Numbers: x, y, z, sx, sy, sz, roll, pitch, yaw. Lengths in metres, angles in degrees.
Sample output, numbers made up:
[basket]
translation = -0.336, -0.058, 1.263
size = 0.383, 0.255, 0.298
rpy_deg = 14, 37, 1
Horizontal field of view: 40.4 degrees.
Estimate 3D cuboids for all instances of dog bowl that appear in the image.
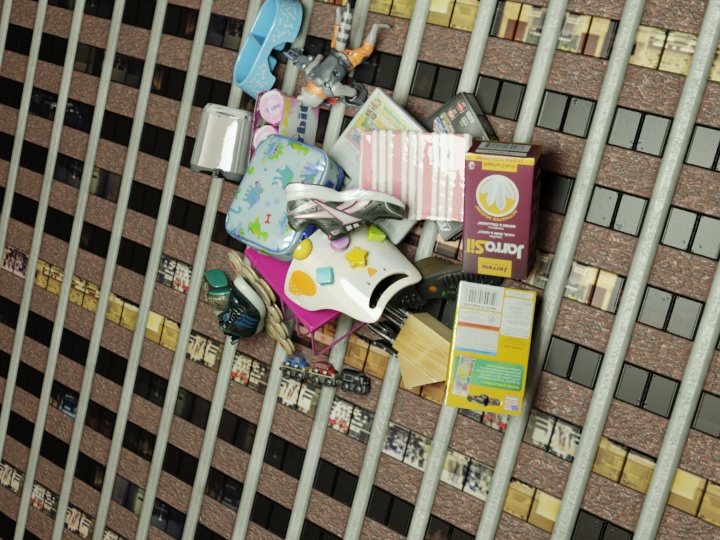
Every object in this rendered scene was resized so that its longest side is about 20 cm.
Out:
[dog bowl]
translation = -0.178, -0.421, 1.838
size = 0.201, 0.049, 0.112
rpy_deg = -61, 34, 19

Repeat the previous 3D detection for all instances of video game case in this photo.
[video game case]
translation = 0.048, -0.177, 1.670
size = 0.200, 0.022, 0.182
rpy_deg = 45, 114, 12

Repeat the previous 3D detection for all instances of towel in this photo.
[towel]
translation = 0.091, -0.158, 1.628
size = 0.198, 0.030, 0.148
rpy_deg = 5, 102, 21

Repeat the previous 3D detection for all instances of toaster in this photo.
[toaster]
translation = -0.247, -0.239, 1.832
size = 0.113, 0.200, 0.130
rpy_deg = 12, 97, 7

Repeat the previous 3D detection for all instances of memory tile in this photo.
[memory tile]
translation = -0.183, 0.063, 1.808
size = 0.017, 0.201, 0.153
rpy_deg = -34, 50, -17

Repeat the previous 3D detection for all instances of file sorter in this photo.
[file sorter]
translation = -0.091, 0.030, 1.755
size = 0.200, 0.139, 0.126
rpy_deg = 48, 158, 24

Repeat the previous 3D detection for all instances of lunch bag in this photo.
[lunch bag]
translation = -0.129, -0.121, 1.679
size = 0.160, 0.082, 0.201
rpy_deg = 21, 84, 29

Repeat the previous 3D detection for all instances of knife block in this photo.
[knife block]
translation = 0.112, 0.107, 1.683
size = 0.199, 0.064, 0.177
rpy_deg = -16, 83, 32

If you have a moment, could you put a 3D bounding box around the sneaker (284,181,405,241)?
[sneaker]
translation = -0.028, -0.090, 1.599
size = 0.198, 0.080, 0.087
rpy_deg = 5, 89, -4

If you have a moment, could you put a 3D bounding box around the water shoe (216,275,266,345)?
[water shoe]
translation = -0.219, 0.082, 1.778
size = 0.079, 0.200, 0.072
rpy_deg = -36, 70, -17

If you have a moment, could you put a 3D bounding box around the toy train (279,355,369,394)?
[toy train]
translation = -0.069, 0.191, 1.821
size = 0.199, 0.034, 0.046
rpy_deg = 9, 92, 32

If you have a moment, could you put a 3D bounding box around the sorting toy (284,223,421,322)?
[sorting toy]
translation = 0.000, 0.000, 1.631
size = 0.180, 0.200, 0.107
rpy_deg = 37, 154, 25

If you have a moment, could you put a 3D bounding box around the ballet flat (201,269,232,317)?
[ballet flat]
translation = -0.266, 0.054, 1.885
size = 0.200, 0.067, 0.076
rpy_deg = -141, 46, -69

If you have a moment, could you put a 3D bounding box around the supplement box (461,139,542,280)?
[supplement box]
translation = 0.223, -0.097, 1.548
size = 0.109, 0.086, 0.202
rpy_deg = 7, 114, 17

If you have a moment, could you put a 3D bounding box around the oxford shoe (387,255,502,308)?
[oxford shoe]
translation = 0.142, 0.004, 1.656
size = 0.198, 0.073, 0.085
rpy_deg = -6, 44, 15

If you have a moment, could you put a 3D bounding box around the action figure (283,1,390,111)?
[action figure]
translation = -0.063, -0.384, 1.760
size = 0.199, 0.105, 0.194
rpy_deg = 30, 94, 21

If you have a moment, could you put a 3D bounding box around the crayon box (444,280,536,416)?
[crayon box]
translation = 0.206, 0.126, 1.576
size = 0.125, 0.052, 0.202
rpy_deg = 8, 81, 2

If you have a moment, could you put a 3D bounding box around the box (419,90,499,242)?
[box]
translation = 0.165, -0.174, 1.653
size = 0.160, 0.044, 0.201
rpy_deg = -34, 74, 28

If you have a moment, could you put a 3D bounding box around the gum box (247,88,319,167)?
[gum box]
translation = -0.144, -0.229, 1.810
size = 0.066, 0.113, 0.202
rpy_deg = 13, 98, 32
